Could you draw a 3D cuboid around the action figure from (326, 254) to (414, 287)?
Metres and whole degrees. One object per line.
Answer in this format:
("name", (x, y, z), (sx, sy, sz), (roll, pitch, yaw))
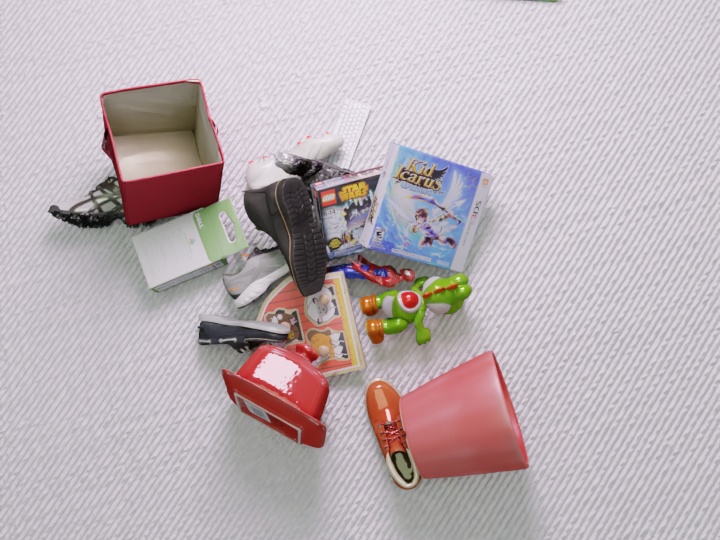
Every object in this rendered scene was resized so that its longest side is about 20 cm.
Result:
("action figure", (0.000, 0.000, 1.427), (0.197, 0.065, 0.052), (8, 104, 10))

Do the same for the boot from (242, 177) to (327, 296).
("boot", (-0.136, -0.057, 1.388), (0.137, 0.077, 0.203), (-1, 101, 46))

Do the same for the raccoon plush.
("raccoon plush", (-0.089, -0.129, 1.415), (0.198, 0.097, 0.136), (13, 101, -29))

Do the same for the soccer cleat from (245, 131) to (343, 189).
("soccer cleat", (-0.117, -0.193, 1.476), (0.198, 0.069, 0.078), (-21, 85, 7))

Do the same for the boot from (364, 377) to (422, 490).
("boot", (0.059, 0.279, 1.368), (0.074, 0.107, 0.202), (-21, 79, 2))

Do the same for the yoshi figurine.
("yoshi figurine", (0.106, 0.064, 1.414), (0.198, 0.112, 0.113), (-19, 110, 11))

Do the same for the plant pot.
("plant pot", (0.169, 0.255, 1.330), (0.175, 0.200, 0.203), (-18, 80, 10))

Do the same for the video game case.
("video game case", (0.117, -0.107, 1.385), (0.198, 0.045, 0.183), (13, 100, -24))

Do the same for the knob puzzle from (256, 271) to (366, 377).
("knob puzzle", (-0.105, 0.108, 1.416), (0.217, 0.030, 0.223), (2, 97, 13))

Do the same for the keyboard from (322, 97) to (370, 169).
("keyboard", (-0.039, -0.228, 1.501), (0.056, 0.011, 0.202), (19, 82, 6))

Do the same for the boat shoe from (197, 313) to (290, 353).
("boat shoe", (-0.208, 0.116, 1.405), (0.198, 0.075, 0.061), (5, 88, 38))

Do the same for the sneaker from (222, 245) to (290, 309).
("sneaker", (-0.163, -0.017, 1.436), (0.199, 0.074, 0.080), (-38, 95, -2))

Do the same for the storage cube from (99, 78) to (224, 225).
("storage cube", (-0.351, -0.206, 1.401), (0.198, 0.180, 0.173), (-14, 74, -18))

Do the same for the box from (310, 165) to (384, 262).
("box", (0.017, -0.107, 1.400), (0.198, 0.040, 0.138), (-17, 118, -16))

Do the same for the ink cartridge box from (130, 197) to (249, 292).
("ink cartridge box", (-0.308, -0.046, 1.464), (0.198, 0.059, 0.105), (-23, 81, 0))

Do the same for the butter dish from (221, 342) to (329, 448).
("butter dish", (-0.122, 0.193, 1.361), (0.198, 0.200, 0.149), (27, 68, 7))

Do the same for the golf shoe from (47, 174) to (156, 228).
("golf shoe", (-0.478, -0.130, 1.485), (0.197, 0.078, 0.096), (-1, 78, -7))
